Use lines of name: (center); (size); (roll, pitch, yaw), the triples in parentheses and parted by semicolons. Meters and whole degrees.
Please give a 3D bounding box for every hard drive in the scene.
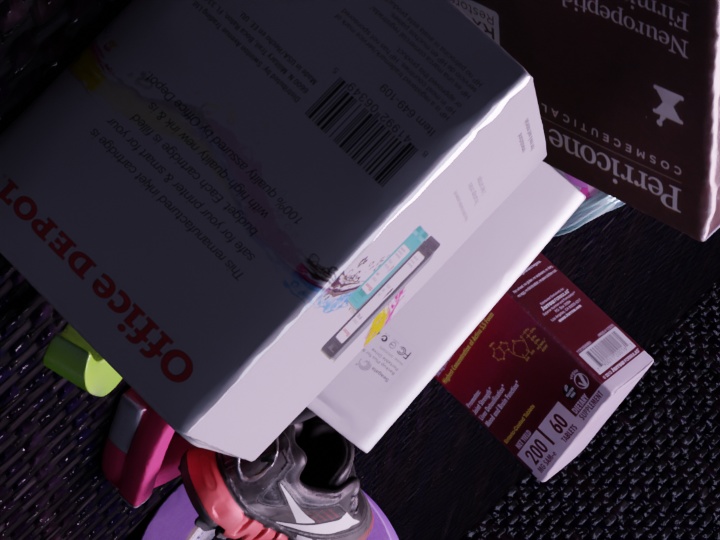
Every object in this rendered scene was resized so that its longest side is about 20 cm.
hard drive: (0.018, -0.009, 1.172); (0.200, 0.132, 0.026); (-50, -167, 4)

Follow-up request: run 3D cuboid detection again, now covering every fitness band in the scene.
fitness band: (-0.099, 0.078, 1.274); (0.144, 0.037, 0.200); (-38, 165, -33)

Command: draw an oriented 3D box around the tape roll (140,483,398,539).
tape roll: (-0.066, 0.237, 1.482); (0.200, 0.200, 0.066); (-46, 167, -2)

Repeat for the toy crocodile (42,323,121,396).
toy crocodile: (-0.079, -0.022, 0.974); (0.200, 0.068, 0.062); (-45, 166, -6)

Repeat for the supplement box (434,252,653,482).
supplement box: (0.094, 0.037, 1.392); (0.061, 0.200, 0.109); (-31, 160, -45)

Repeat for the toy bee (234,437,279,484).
toy bee: (-0.067, 0.001, 1.060); (0.200, 0.109, 0.131); (-51, 142, -44)

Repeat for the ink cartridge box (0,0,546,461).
ink cartridge box: (-0.042, -0.041, 0.862); (0.200, 0.147, 0.146); (-46, 168, -1)

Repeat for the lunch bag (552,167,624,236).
lunch bag: (0.127, -0.077, 1.292); (0.160, 0.077, 0.200); (-43, -168, -30)

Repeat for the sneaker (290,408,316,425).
sneaker: (0.000, -0.001, 1.226); (0.201, 0.108, 0.067); (-37, -170, 9)

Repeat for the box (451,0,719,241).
box: (0.145, -0.160, 0.931); (0.164, 0.166, 0.200); (-39, 142, -30)

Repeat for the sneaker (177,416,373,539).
sneaker: (-0.031, 0.143, 1.315); (0.098, 0.071, 0.200); (-31, 151, 17)
